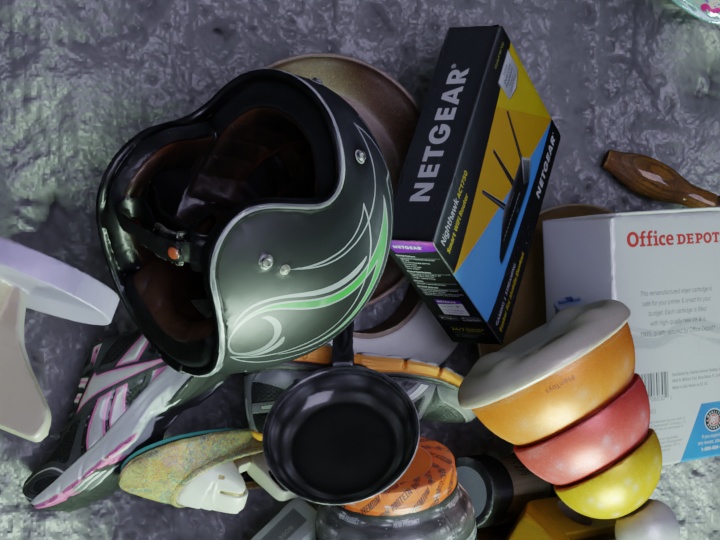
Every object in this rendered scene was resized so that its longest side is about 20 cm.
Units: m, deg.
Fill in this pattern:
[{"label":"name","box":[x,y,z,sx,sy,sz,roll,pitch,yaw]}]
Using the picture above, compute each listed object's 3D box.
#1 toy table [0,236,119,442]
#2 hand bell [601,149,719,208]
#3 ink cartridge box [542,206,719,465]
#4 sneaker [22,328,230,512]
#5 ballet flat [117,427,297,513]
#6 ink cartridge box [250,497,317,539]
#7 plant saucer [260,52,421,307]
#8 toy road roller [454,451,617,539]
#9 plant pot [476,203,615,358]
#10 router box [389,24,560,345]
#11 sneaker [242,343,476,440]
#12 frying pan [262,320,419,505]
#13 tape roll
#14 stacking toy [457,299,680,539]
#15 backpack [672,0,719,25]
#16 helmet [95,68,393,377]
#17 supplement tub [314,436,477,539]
[{"label":"toy table","box":[-0.287,0.037,1.357,0.199,0.184,0.118,17,75,17]},{"label":"hand bell","box":[0.296,-0.055,1.621,0.199,0.104,0.105,23,84,-6]},{"label":"ink cartridge box","box":[0.228,0.053,1.540,0.146,0.086,0.202,-4,90,-39]},{"label":"sneaker","box":[-0.185,0.098,1.453,0.200,0.080,0.086,-43,72,-5]},{"label":"ballet flat","box":[-0.087,0.153,1.463,0.199,0.070,0.071,-10,96,-33]},{"label":"ink cartridge box","box":[-0.052,0.299,1.511,0.160,0.047,0.201,-43,130,-13]},{"label":"plant saucer","box":[-0.034,-0.066,1.475,0.199,0.037,0.202,0,91,-20]},{"label":"toy road roller","box":[0.136,0.241,1.511,0.122,0.200,0.147,1,121,-52]},{"label":"plant pot","box":[0.174,0.045,1.584,0.199,0.027,0.202,0,91,-29]},{"label":"router box","box":[0.089,-0.066,1.478,0.149,0.051,0.201,52,48,-49]},{"label":"sneaker","box":[-0.001,0.101,1.466,0.198,0.078,0.078,9,80,-17]},{"label":"frying pan","box":[-0.027,0.093,1.392,0.114,0.191,0.031,-21,144,-7]},{"label":"tape roll","box":[0.000,0.000,1.527,0.201,0.037,0.205,-1,92,-21]},{"label":"stacking toy","box":[0.175,0.136,1.425,0.145,0.146,0.201,-29,93,-16]},{"label":"backpack","box":[0.289,-0.303,1.557,0.200,0.151,0.178,38,109,-23]},{"label":"helmet","box":[-0.069,-0.034,1.345,0.190,0.199,0.201,-30,102,-30]},{"label":"supplement tub","box":[0.030,0.235,1.434,0.122,0.122,0.202,-11,112,-19]}]
